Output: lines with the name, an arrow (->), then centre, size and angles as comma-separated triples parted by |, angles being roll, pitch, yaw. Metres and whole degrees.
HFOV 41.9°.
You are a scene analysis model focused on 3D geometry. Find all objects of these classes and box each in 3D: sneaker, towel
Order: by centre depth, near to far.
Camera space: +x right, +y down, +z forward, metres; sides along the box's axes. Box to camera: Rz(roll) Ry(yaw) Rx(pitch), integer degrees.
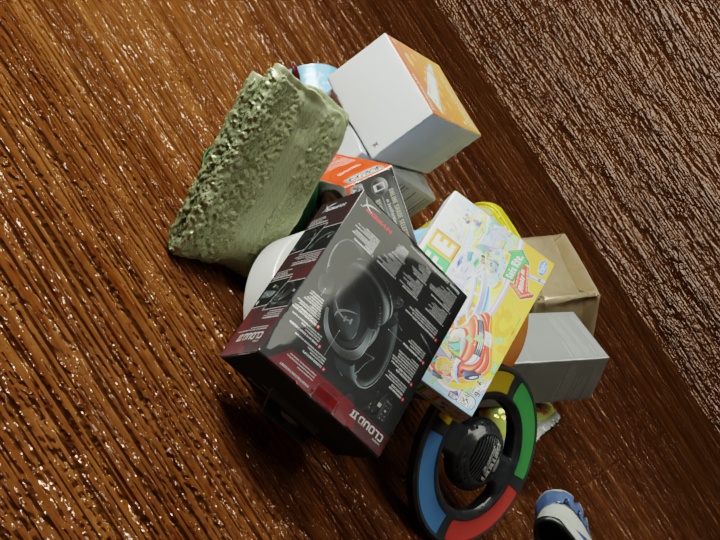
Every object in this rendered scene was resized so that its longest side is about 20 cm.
towel -> -0.093, -0.088, 0.900 | 0.036, 0.201, 0.148 | 36, 9, 33
sneaker -> 0.280, 0.386, 1.203 | 0.200, 0.080, 0.115 | 53, 23, 11
sneaker -> 0.221, 0.202, 1.329 | 0.091, 0.078, 0.200 | 58, 21, 10

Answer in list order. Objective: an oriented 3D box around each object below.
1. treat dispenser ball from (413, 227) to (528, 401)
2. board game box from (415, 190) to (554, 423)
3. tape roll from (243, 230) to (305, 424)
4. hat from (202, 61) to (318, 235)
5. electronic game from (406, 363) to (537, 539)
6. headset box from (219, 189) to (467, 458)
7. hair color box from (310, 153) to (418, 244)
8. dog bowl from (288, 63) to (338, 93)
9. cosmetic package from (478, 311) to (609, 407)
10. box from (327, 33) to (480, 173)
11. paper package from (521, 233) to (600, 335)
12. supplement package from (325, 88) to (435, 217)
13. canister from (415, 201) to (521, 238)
treat dispenser ball -> 0.094, 0.051, 1.085 | 0.201, 0.200, 0.201 | 46, 23, -26
board game box -> 0.099, 0.034, 0.961 | 0.134, 0.034, 0.201 | 35, 63, -4
tape roll -> -0.035, 0.061, 0.926 | 0.202, 0.037, 0.204 | 30, 52, -47
hat -> -0.058, -0.115, 1.019 | 0.166, 0.176, 0.200 | 52, 21, -7
electronic game -> 0.123, 0.196, 1.003 | 0.041, 0.201, 0.200 | 15, -16, 46
headset box -> -0.015, 0.056, 0.830 | 0.149, 0.077, 0.201 | 43, 63, -21
hair color box -> -0.011, -0.071, 1.069 | 0.200, 0.061, 0.102 | 25, -42, 67
dog bowl -> -0.045, -0.212, 1.297 | 0.200, 0.111, 0.050 | 24, 46, -55
cosmetic package -> 0.224, 0.120, 1.290 | 0.199, 0.091, 0.107 | -2, 38, -21
box -> 0.062, -0.213, 1.236 | 0.125, 0.097, 0.200 | 61, 21, 12
paper package -> 0.292, 0.071, 1.483 | 0.191, 0.103, 0.201 | -99, -172, -57
supplement package -> -0.005, -0.137, 1.270 | 0.200, 0.109, 0.114 | 25, 37, -54
canister -> 0.159, -0.016, 1.308 | 0.149, 0.086, 0.200 | 60, 26, 6
